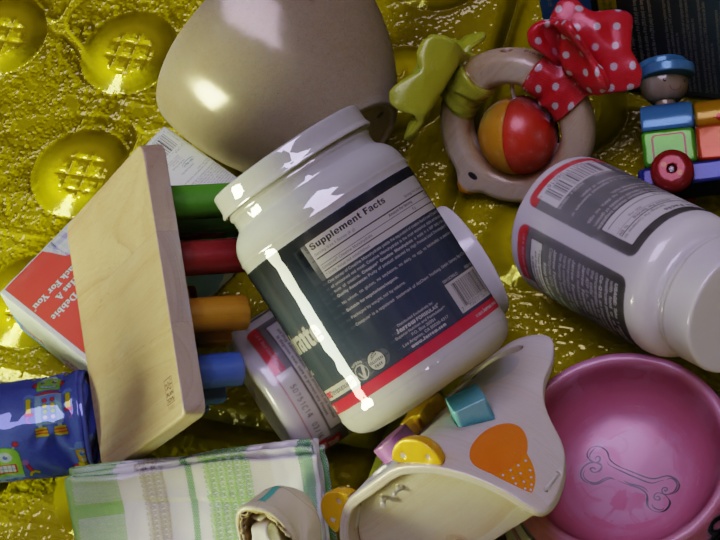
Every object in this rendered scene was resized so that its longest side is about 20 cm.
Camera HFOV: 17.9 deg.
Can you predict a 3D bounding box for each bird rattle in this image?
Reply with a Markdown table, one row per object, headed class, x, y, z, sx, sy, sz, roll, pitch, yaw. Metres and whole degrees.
| class | x | y | z | sx | sy | sz | roll | pitch | yaw |
| --- | --- | --- | --- | --- | --- | --- | --- | --- | --- |
| bird rattle | 0.130 | -0.135 | 1.831 | 0.198 | 0.164 | 0.113 | -4 | 27 | 15 |

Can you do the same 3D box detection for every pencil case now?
| class | x | y | z | sx | sy | sz | roll | pitch | yaw |
| --- | --- | --- | --- | --- | --- | --- | --- | --- | --- |
| pencil case | -0.300 | 0.136 | 1.800 | 0.198 | 0.087 | 0.078 | -11 | 31 | 4 |

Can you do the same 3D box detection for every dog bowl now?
| class | x | y | z | sx | sy | sz | roll | pitch | yaw |
| --- | --- | --- | --- | --- | --- | --- | --- | --- | --- |
| dog bowl | 0.195 | 0.150 | 1.685 | 0.199 | 0.074 | 0.201 | -6 | 58 | 9 |

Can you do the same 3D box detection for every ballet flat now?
| class | x | y | z | sx | sy | sz | roll | pitch | yaw |
| --- | --- | --- | --- | --- | --- | --- | --- | --- | --- |
| ballet flat | -0.052 | 0.255 | 1.633 | 0.069 | 0.069 | 0.202 | -12 | 85 | 5 |

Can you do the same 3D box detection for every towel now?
| class | x | y | z | sx | sy | sz | roll | pitch | yaw |
| --- | --- | --- | --- | --- | --- | --- | --- | --- | --- |
| towel | -0.115 | 0.208 | 1.697 | 0.198 | 0.031 | 0.150 | -7 | 94 | 8 |

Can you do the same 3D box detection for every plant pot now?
| class | x | y | z | sx | sy | sz | roll | pitch | yaw |
| --- | --- | --- | --- | --- | --- | --- | --- | --- | --- |
| plant pot | -0.046 | -0.147 | 1.855 | 0.200 | 0.201 | 0.135 | -38 | 68 | -12 |

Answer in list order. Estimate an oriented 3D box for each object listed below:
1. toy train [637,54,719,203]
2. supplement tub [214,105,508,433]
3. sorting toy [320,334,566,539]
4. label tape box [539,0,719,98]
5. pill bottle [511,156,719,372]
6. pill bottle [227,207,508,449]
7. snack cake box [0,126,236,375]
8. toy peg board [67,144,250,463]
| class | x | y | z | sx | sy | sz | roll | pitch | yaw |
| --- | --- | --- | --- | --- | --- | --- | --- | --- | --- |
| toy train | 0.314 | -0.118 | 1.797 | 0.198 | 0.085 | 0.117 | -7 | 77 | 9 |
| supplement tub | 0.000 | 0.000 | 1.625 | 0.140 | 0.140 | 0.201 | -33 | 89 | -9 |
| sorting toy | 0.072 | 0.126 | 1.670 | 0.107 | 0.200 | 0.180 | 42 | 46 | -8 |
| label tape box | 0.252 | -0.205 | 1.846 | 0.199 | 0.144 | 0.064 | 6 | 60 | 16 |
| pill bottle | 0.215 | -0.003 | 1.715 | 0.114 | 0.114 | 0.200 | -42 | 39 | -14 |
| pill bottle | 0.008 | 0.046 | 1.757 | 0.199 | 0.114 | 0.114 | -33 | 58 | -9 |
| snack cake box | -0.180 | -0.007 | 1.867 | 0.115 | 0.067 | 0.200 | 36 | 72 | 26 |
| toy peg board | -0.134 | 0.030 | 1.717 | 0.097 | 0.200 | 0.201 | -4 | 75 | -24 |
